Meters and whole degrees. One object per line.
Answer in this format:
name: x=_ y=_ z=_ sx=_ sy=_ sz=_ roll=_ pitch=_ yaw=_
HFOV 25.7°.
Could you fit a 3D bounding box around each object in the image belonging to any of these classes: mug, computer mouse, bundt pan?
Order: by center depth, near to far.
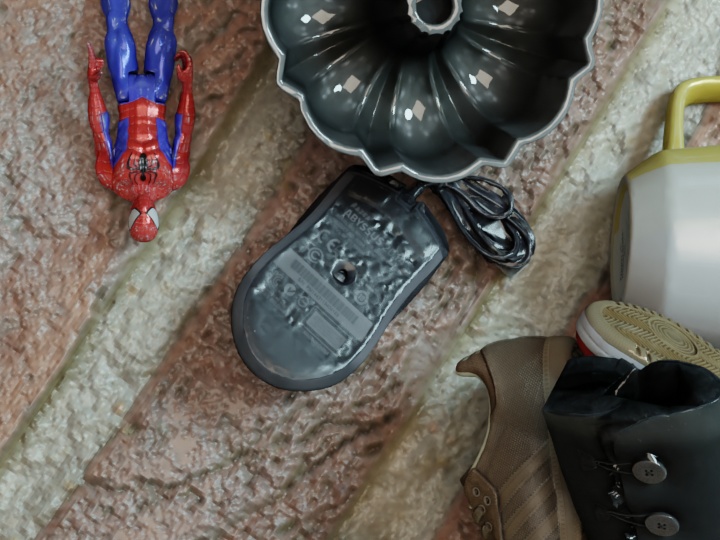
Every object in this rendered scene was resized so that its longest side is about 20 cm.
bundt pan: x=0.036 y=-0.154 z=0.925 sx=0.201 sy=0.076 sz=0.203 roll=-1 pitch=97 yaw=-9
computer mouse: x=0.000 y=0.000 z=0.964 sx=0.139 sy=0.053 sz=0.200 roll=47 pitch=68 yaw=1
mug: x=0.233 y=-0.021 z=0.970 sx=0.152 sy=0.187 sz=0.150 roll=2 pitch=117 yaw=1

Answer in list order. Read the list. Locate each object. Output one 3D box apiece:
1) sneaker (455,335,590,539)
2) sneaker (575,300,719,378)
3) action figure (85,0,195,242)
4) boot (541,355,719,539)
sneaker: x=0.098 y=0.139 z=0.910 sx=0.075 sy=0.070 sz=0.201 roll=-4 pitch=87 yaw=23
sneaker: x=0.183 y=0.101 z=0.900 sx=0.199 sy=0.071 sz=0.113 roll=29 pitch=119 yaw=-16
action figure: x=-0.134 y=-0.117 z=0.956 sx=0.065 sy=0.052 sz=0.201 roll=-2 pitch=87 yaw=-12
boot: x=0.197 y=0.134 z=0.841 sx=0.164 sy=0.066 sz=0.201 roll=-7 pitch=118 yaw=19
